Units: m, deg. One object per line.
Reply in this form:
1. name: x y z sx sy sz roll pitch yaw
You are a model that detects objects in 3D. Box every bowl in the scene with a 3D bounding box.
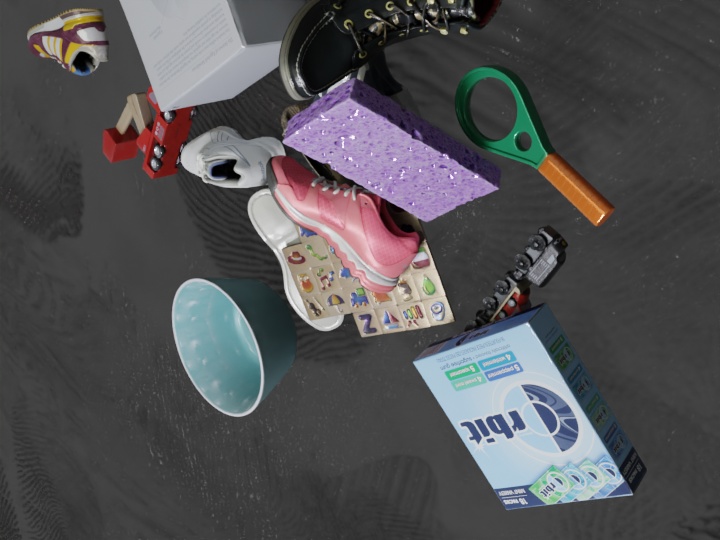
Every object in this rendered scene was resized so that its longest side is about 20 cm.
1. bowl: -0.164 0.093 1.158 0.200 0.105 0.202 20 119 40

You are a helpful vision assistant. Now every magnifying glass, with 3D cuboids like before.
1. magnifying glass: 0.166 -0.121 0.796 0.200 0.022 0.080 50 135 21

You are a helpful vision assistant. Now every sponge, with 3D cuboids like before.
1. sponge: 0.034 -0.114 0.819 0.111 0.200 0.030 -21 52 47

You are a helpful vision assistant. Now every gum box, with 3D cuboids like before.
1. gum box: 0.171 0.149 0.858 0.170 0.045 0.200 -26 99 47

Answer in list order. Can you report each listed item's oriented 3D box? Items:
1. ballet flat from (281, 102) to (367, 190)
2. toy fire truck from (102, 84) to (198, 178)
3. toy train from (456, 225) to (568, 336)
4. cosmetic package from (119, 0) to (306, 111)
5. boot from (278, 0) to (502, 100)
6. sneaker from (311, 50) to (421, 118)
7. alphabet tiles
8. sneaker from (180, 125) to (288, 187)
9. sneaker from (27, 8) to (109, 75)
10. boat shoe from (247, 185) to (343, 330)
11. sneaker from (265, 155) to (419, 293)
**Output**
1. ballet flat: -0.030 -0.119 0.973 0.200 0.046 0.067 52 134 13
2. toy fire truck: -0.316 -0.216 1.227 0.141 0.049 0.200 48 134 21
3. toy train: 0.156 0.033 0.861 0.046 0.034 0.200 41 133 12
4. cosmetic package: -0.180 -0.325 0.987 0.199 0.123 0.201 -17 92 48
5. boot: 0.030 -0.232 0.766 0.153 0.204 0.074 9 138 38
6. sneaker: -0.028 -0.210 0.910 0.129 0.079 0.200 -26 98 39
7. alphabet tiles: 0.000 0.000 0.976 0.199 0.008 0.168 -12 106 35
8. sneaker: -0.184 -0.147 1.092 0.199 0.087 0.075 10 115 44
9. sneaker: -0.465 -0.349 1.305 0.200 0.075 0.091 -5 98 47
10. boat shoe: -0.077 -0.018 1.056 0.074 0.060 0.200 -29 99 16
11. sneaker: -0.015 -0.070 0.916 0.200 0.074 0.087 43 117 -2
